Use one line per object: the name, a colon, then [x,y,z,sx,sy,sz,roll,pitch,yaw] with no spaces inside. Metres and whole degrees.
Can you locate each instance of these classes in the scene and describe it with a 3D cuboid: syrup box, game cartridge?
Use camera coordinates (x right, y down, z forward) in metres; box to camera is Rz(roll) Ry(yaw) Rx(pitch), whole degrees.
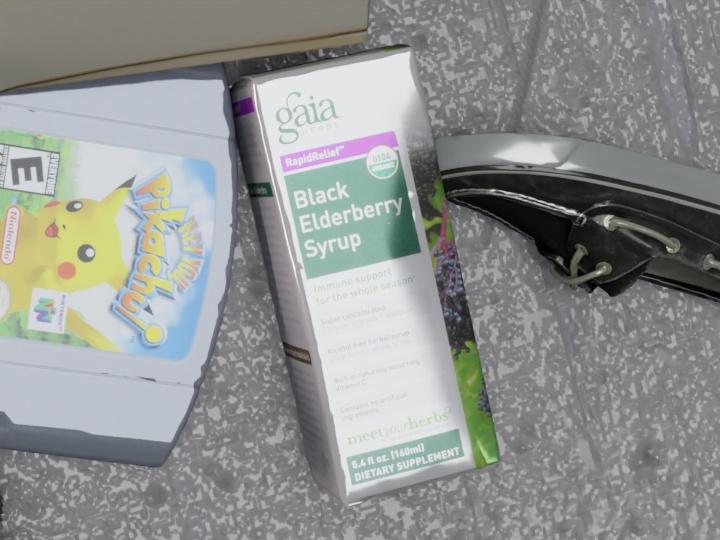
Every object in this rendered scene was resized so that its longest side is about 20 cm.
syrup box: [0.000,0.000,0.905,0.078,0.081,0.201,-13,96,-11]
game cartridge: [-0.126,-0.012,0.904,0.132,0.040,0.201,8,90,-15]

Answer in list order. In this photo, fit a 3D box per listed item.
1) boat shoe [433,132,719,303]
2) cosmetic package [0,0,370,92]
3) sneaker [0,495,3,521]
boat shoe: [0.122,-0.022,0.931,0.199,0.071,0.064,11,80,-13]
cosmetic package: [-0.102,-0.147,0.863,0.199,0.073,0.104,-9,50,-9]
sneaker: [-0.256,0.077,0.835,0.199,0.093,0.071,21,82,4]
